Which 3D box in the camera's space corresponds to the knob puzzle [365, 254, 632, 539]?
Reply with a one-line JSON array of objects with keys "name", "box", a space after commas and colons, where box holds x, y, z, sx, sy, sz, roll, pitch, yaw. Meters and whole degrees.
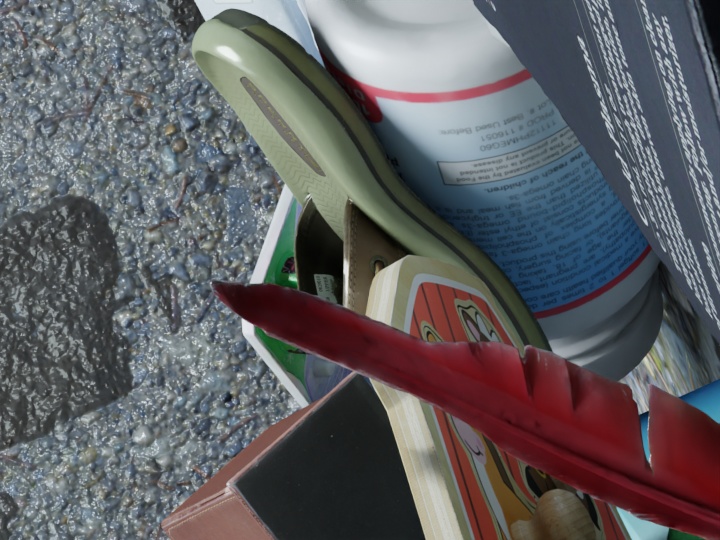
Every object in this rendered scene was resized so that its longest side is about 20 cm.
[{"name": "knob puzzle", "box": [0.061, 0.070, 0.775, 0.220, 0.030, 0.220, 55, -166, -21]}]

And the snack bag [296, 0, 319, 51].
[{"name": "snack bag", "box": [-0.013, -0.202, 1.001, 0.189, 0.021, 0.200, -68, -35, -44]}]

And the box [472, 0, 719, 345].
[{"name": "box", "box": [0.063, -0.103, 0.426, 0.182, 0.104, 0.200, -119, 6, -54]}]

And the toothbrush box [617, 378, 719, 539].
[{"name": "toothbrush box", "box": [0.151, 0.134, 0.887, 0.200, 0.085, 0.147, -120, 7, -72]}]

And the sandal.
[{"name": "sandal", "box": [-0.001, -0.001, 0.960, 0.201, 0.057, 0.080, 50, 161, -5]}]

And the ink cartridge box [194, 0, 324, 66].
[{"name": "ink cartridge box", "box": [0.008, -0.111, 1.118, 0.200, 0.050, 0.162, 58, -137, -34]}]

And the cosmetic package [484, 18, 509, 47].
[{"name": "cosmetic package", "box": [0.064, -0.107, 0.707, 0.200, 0.071, 0.102, -125, 12, -76]}]

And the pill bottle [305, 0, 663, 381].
[{"name": "pill bottle", "box": [0.055, -0.045, 1.009, 0.109, 0.108, 0.200, -116, 4, -45]}]

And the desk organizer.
[{"name": "desk organizer", "box": [0.021, 0.144, 1.023, 0.200, 0.072, 0.077, 52, 149, -4]}]

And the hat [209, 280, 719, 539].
[{"name": "hat", "box": [0.092, 0.089, 0.679, 0.166, 0.176, 0.200, 73, 173, -53]}]

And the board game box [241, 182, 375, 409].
[{"name": "board game box", "box": [0.031, -0.014, 1.115, 0.200, 0.026, 0.201, 54, -133, -51]}]
